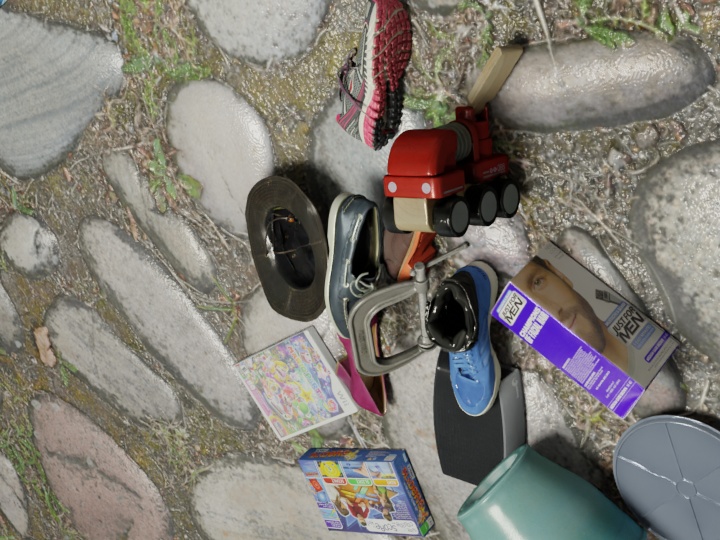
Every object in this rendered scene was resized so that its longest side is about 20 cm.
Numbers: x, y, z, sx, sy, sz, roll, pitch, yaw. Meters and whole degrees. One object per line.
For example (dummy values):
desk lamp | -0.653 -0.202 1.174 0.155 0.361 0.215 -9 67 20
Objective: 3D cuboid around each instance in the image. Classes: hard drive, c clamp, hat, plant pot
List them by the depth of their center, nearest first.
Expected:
plant pot | 0.232 0.335 1.623 0.188 0.200 0.200 46 136 3
c clamp | 0.063 0.064 1.657 0.202 0.169 0.027 89 156 -48
hard drive | 0.158 0.210 1.721 0.133 0.042 0.203 15 125 32
hat | -0.076 -0.036 1.725 0.199 0.080 0.204 21 119 44

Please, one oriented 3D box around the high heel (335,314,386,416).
high heel | 0.013 0.119 1.758 0.096 0.067 0.202 42 141 24

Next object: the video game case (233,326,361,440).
video game case | -0.098 0.175 1.928 0.199 0.018 0.144 -27 98 45

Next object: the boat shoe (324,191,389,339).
boat shoe | 0.000 0.000 1.632 0.061 0.074 0.203 19 115 41

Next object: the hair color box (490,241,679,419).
hair color box | 0.265 0.068 1.494 0.199 0.109 0.065 38 134 13

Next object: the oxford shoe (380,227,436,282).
oxford shoe | 0.064 -0.061 1.607 0.072 0.071 0.202 37 135 21

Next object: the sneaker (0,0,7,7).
sneaker | -0.584 -0.475 1.858 0.078 0.090 0.203 -1 117 39

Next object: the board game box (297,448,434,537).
board game box | 0.007 0.339 1.933 0.198 0.034 0.137 -5 114 41

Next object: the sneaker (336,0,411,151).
sneaker | 0.008 -0.241 1.529 0.074 0.080 0.202 29 132 24

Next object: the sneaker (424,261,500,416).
sneaker | 0.125 0.098 1.596 0.076 0.111 0.203 13 110 31

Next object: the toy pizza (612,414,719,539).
toy pizza | 0.406 0.261 1.558 0.198 0.032 0.203 20 127 28

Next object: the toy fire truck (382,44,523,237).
toy fire truck | 0.114 -0.150 1.445 0.127 0.175 0.204 5 105 37
